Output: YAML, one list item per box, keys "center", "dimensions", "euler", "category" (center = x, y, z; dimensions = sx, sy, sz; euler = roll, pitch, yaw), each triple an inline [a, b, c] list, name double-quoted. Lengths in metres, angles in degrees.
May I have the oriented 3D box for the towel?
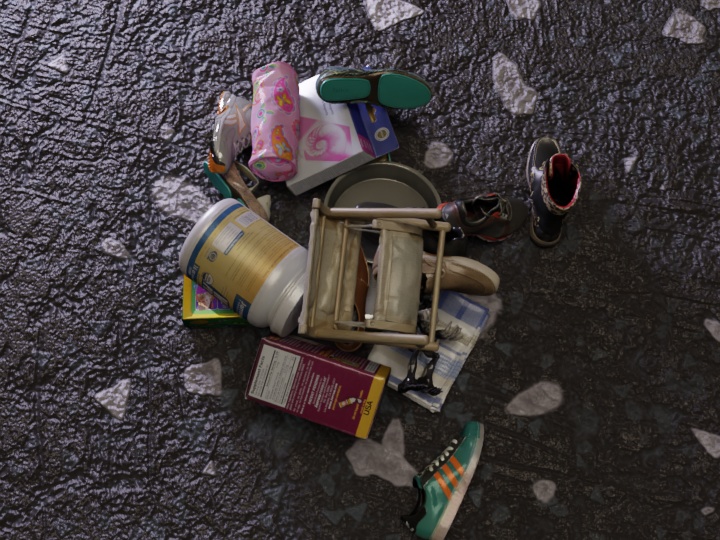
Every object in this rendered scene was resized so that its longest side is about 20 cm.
- center: [0.110, 0.118, 1.657]
  dimensions: [0.147, 0.024, 0.200]
  euler: [28, 71, 10]
  category: "towel"

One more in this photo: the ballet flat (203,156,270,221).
- center: [-0.193, -0.126, 1.713]
  dimensions: [0.067, 0.068, 0.200]
  euler: [-26, 74, -25]
  category: "ballet flat"

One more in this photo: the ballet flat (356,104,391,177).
- center: [0.011, -0.258, 1.757]
  dimensions: [0.063, 0.069, 0.201]
  euler: [-6, 71, -7]
  category: "ballet flat"

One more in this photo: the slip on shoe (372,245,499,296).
- center: [0.115, 0.010, 1.569]
  dimensions: [0.199, 0.076, 0.061]
  euler: [19, 55, 5]
  category: "slip on shoe"

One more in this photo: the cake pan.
- center: [0.037, -0.091, 1.675]
  dimensions: [0.199, 0.037, 0.201]
  euler: [1, 62, -2]
  category: "cake pan"

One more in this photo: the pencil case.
- center: [-0.145, -0.251, 1.683]
  dimensions: [0.087, 0.088, 0.201]
  euler: [-1, 65, -2]
  category: "pencil case"

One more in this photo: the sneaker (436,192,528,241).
- center: [0.219, -0.094, 1.667]
  dimensions: [0.199, 0.082, 0.077]
  euler: [-10, 77, -37]
  category: "sneaker"

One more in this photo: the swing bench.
- center: [0.021, 0.009, 1.485]
  dimensions: [0.199, 0.130, 0.200]
  euler: [5, 82, 12]
  category: "swing bench"

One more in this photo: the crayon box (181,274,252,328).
- center: [-0.193, 0.029, 1.661]
  dimensions: [0.199, 0.058, 0.119]
  euler: [-1, 71, -2]
  category: "crayon box"

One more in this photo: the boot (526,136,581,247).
- center: [0.324, -0.156, 1.686]
  dimensions: [0.073, 0.151, 0.201]
  euler: [7, 71, 1]
  category: "boot"

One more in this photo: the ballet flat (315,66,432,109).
- center: [0.021, -0.315, 1.696]
  dimensions: [0.199, 0.074, 0.075]
  euler: [4, 71, -14]
  category: "ballet flat"

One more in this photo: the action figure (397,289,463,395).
- center: [0.104, 0.095, 1.595]
  dimensions: [0.102, 0.119, 0.201]
  euler: [-15, 67, 38]
  category: "action figure"

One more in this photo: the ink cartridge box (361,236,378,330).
- center: [0.000, 0.000, 1.677]
  dimensions: [0.109, 0.050, 0.201]
  euler: [2, 62, -1]
  category: "ink cartridge box"

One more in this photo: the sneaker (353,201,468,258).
- center: [0.083, -0.073, 1.596]
  dimensions: [0.199, 0.091, 0.076]
  euler: [19, 62, 8]
  category: "sneaker"

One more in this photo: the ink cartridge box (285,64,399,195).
- center: [-0.055, -0.252, 1.720]
  dimensions: [0.199, 0.043, 0.197]
  euler: [-25, 59, 11]
  category: "ink cartridge box"

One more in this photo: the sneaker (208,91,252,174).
- center: [-0.206, -0.235, 1.715]
  dimensions: [0.092, 0.076, 0.200]
  euler: [11, 44, -6]
  category: "sneaker"

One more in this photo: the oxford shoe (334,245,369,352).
- center: [-0.020, 0.027, 1.581]
  dimensions: [0.071, 0.071, 0.201]
  euler: [-7, 83, 1]
  category: "oxford shoe"

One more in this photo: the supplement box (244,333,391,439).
- center: [-0.063, 0.175, 1.564]
  dimensions: [0.199, 0.131, 0.104]
  euler: [18, 95, 6]
  category: "supplement box"

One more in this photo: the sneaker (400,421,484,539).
- center: [0.129, 0.318, 1.563]
  dimensions: [0.080, 0.071, 0.200]
  euler: [25, 74, 3]
  category: "sneaker"

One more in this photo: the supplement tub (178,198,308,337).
- center: [-0.166, -0.003, 1.565]
  dimensions: [0.200, 0.145, 0.145]
  euler: [35, 74, 10]
  category: "supplement tub"
